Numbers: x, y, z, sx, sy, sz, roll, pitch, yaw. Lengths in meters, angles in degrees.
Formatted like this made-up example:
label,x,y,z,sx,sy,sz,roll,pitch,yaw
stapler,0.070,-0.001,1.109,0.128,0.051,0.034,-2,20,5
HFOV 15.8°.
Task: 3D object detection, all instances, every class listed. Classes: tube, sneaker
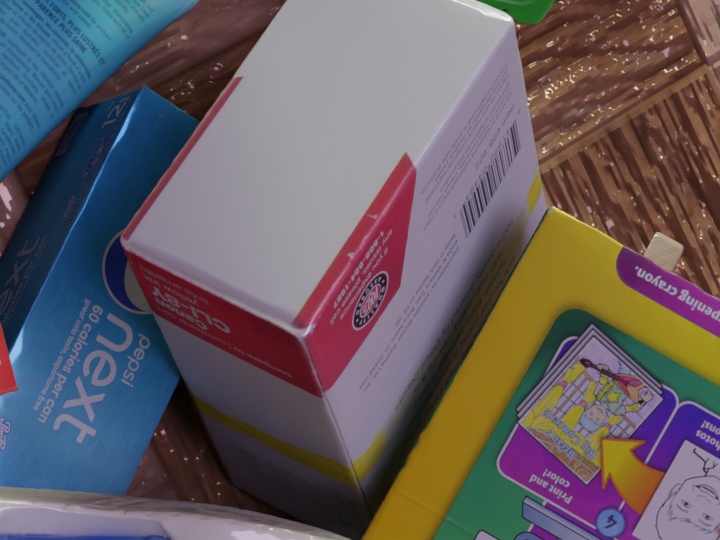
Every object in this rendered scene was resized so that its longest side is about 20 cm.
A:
label,x,y,z,sx,sy,sz,roll,pitch,yaw
tube,-0.142,-0.071,0.986,0.077,0.050,0.200,49,58,-18
sneaker,-0.095,0.134,0.893,0.199,0.077,0.112,7,88,-14

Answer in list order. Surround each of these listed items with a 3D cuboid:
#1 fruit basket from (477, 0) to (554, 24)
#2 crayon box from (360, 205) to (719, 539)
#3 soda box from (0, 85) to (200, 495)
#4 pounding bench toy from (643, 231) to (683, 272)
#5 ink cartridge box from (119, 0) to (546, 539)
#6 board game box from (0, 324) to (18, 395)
label,x,y,z,sx,sy,sz,roll,pitch,yaw
fruit basket,0.033,-0.230,1.044,0.155,0.215,0.216,8,82,-29
crayon box,0.114,0.100,0.944,0.200,0.058,0.173,30,93,6
soda box,-0.111,0.034,0.981,0.068,0.064,0.200,33,71,-23
pounding bench toy,0.129,0.103,1.087,0.156,0.200,0.124,29,63,7
ink cartridge box,0.000,0.000,0.976,0.145,0.083,0.200,-57,156,-21
board game box,-0.212,-0.032,0.860,0.151,0.046,0.201,-21,102,-33
